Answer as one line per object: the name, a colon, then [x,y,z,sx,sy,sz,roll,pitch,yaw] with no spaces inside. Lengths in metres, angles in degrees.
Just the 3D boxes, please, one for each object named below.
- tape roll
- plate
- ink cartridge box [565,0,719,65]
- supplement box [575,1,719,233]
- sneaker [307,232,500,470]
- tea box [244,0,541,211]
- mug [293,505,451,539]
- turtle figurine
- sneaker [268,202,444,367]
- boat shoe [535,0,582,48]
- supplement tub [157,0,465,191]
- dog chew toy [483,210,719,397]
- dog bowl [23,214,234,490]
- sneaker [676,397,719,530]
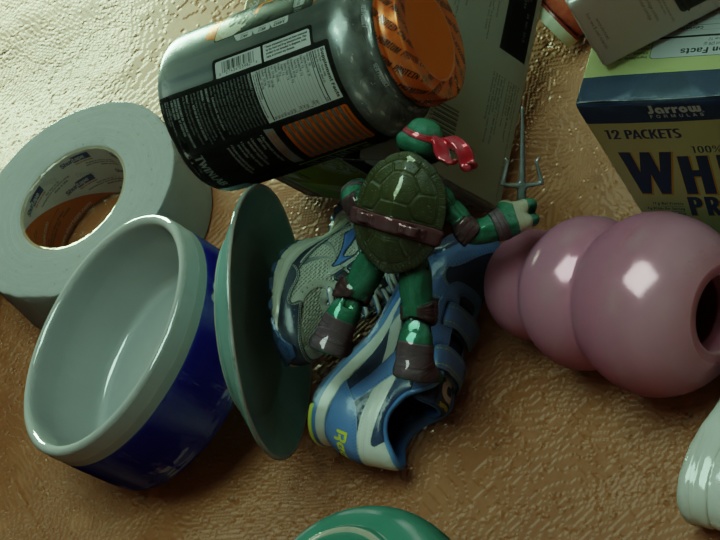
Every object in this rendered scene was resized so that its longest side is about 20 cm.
tape roll: [-0.227,-0.045,1.700,0.200,0.066,0.201,-17,49,21]
plate: [-0.073,0.038,1.446,0.025,0.200,0.201,-5,54,13]
ink cartridge box: [0.217,-0.231,1.275,0.199,0.068,0.116,-27,47,12]
supplement box: [0.263,-0.137,1.363,0.134,0.200,0.200,0,57,33]
sneaker: [0.050,0.060,1.446,0.082,0.074,0.200,30,81,37]
tea box: [0.016,-0.164,1.555,0.196,0.133,0.201,5,78,36]
mug: [0.020,0.224,1.308,0.185,0.114,0.152,-31,46,9]
turtle figurine: [0.034,-0.031,1.376,0.149,0.101,0.201,20,96,34]
sneaker: [0.000,0.000,1.476,0.085,0.077,0.200,-1,33,30]
boat shoe: [0.138,-0.261,1.622,0.063,0.071,0.200,-45,50,14]
supplement tub: [-0.034,-0.138,1.422,0.199,0.123,0.123,-16,50,28]
dog chew toy: [0.166,0.018,1.373,0.200,0.125,0.125,8,62,46]
dog bowl: [-0.168,0.063,1.529,0.200,0.079,0.201,-35,39,34]
sneaker: [0.277,0.080,1.291,0.088,0.075,0.201,12,74,33]
